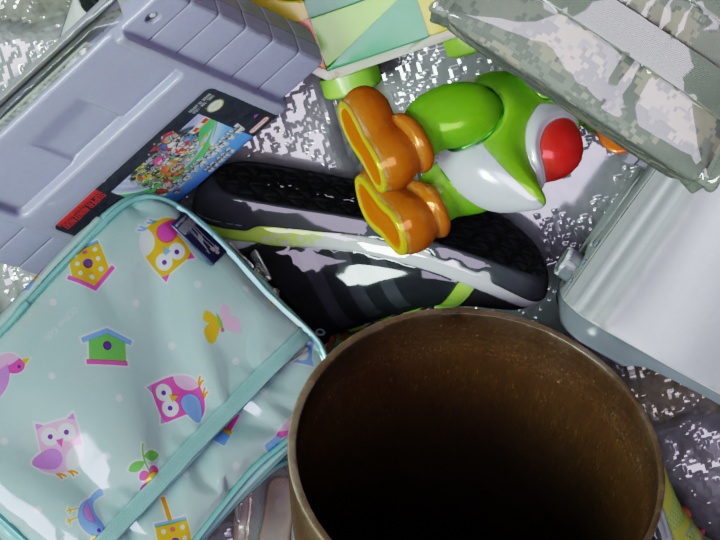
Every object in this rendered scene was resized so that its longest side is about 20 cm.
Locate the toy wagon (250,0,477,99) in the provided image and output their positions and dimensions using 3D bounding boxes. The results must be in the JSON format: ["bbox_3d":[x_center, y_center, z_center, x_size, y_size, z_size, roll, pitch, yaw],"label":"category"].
[{"bbox_3d":[0.026,-0.183,1.458,0.199,0.040,0.156,-18,102,7],"label":"toy wagon"}]

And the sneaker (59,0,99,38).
[{"bbox_3d":[-0.120,-0.170,1.434,0.074,0.080,0.201,36,109,38],"label":"sneaker"}]

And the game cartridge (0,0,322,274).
[{"bbox_3d":[-0.127,-0.070,1.438,0.200,0.039,0.129,-40,140,25],"label":"game cartridge"}]

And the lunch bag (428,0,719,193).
[{"bbox_3d":[0.152,-0.161,1.338,0.164,0.118,0.201,33,91,0],"label":"lunch bag"}]

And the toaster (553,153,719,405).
[{"bbox_3d":[0.207,0.010,1.458,0.199,0.114,0.130,28,101,-2],"label":"toaster"}]

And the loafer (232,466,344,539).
[{"bbox_3d":[-0.048,0.176,1.531,0.063,0.072,0.201,21,117,20],"label":"loafer"}]

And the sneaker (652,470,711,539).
[{"bbox_3d":[0.171,0.166,1.516,0.090,0.078,0.201,-35,115,-35],"label":"sneaker"}]

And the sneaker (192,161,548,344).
[{"bbox_3d":[0.000,0.000,1.496,0.199,0.072,0.083,13,116,6],"label":"sneaker"}]

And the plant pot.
[{"bbox_3d":[0.045,0.154,1.442,0.186,0.188,0.201,11,140,0],"label":"plant pot"}]

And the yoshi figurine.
[{"bbox_3d":[0.083,-0.097,1.440,0.199,0.112,0.113,-25,97,-11],"label":"yoshi figurine"}]

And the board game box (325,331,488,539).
[{"bbox_3d":[0.042,0.109,1.534,0.199,0.030,0.096,25,104,-1],"label":"board game box"}]

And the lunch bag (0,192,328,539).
[{"bbox_3d":[-0.115,0.069,1.420,0.160,0.077,0.200,44,70,-2],"label":"lunch bag"}]
